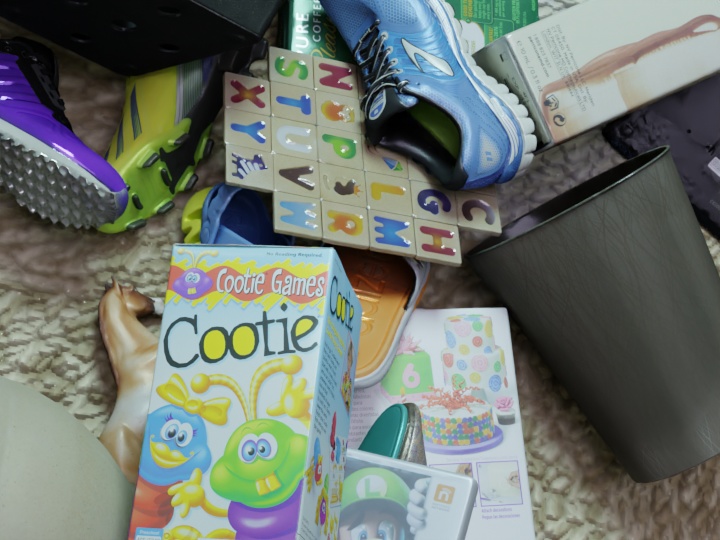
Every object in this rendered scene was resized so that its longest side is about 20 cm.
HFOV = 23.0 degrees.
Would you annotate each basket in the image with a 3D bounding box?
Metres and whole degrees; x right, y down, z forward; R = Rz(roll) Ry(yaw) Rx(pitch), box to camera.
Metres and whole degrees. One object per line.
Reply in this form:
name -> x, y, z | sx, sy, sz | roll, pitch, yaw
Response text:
basket -> 0.192, 0.037, 1.253 | 0.136, 0.180, 0.200 | -33, 95, -43

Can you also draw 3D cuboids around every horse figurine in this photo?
horse figurine -> -0.129, 0.109, 1.186 | 0.132, 0.050, 0.200 | 20, 65, -17

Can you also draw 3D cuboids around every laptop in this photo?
laptop -> 0.317, -0.125, 1.412 | 0.177, 0.103, 0.200 | 41, 92, 0

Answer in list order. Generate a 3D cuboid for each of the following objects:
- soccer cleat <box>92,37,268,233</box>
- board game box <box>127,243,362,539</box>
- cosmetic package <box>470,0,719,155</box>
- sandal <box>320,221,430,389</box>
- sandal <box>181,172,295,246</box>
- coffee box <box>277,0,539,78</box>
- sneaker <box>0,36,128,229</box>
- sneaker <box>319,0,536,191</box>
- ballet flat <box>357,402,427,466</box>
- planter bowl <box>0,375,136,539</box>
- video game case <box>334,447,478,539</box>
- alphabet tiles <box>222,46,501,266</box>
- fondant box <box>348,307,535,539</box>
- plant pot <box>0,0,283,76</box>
soccer cleat -> -0.143, -0.113, 1.256 | 0.084, 0.065, 0.200 | 22, 70, 25
board game box -> -0.067, 0.096, 1.065 | 0.103, 0.105, 0.200 | 2, 68, 12
cosmetic package -> 0.187, -0.157, 1.283 | 0.200, 0.103, 0.087 | -25, 91, -17
sandal -> 0.008, 0.002, 1.202 | 0.079, 0.059, 0.207 | 11, 34, 1
sandal -> -0.073, 0.012, 1.187 | 0.079, 0.087, 0.200 | 4, 58, -30
coffee box -> 0.036, -0.159, 1.321 | 0.200, 0.044, 0.123 | 4, 74, -16
sneaker -> -0.227, -0.110, 1.199 | 0.200, 0.070, 0.100 | 30, 57, 12
sneaker -> 0.033, -0.136, 1.227 | 0.089, 0.079, 0.200 | -25, 68, -40
ballet flat -> 0.008, 0.184, 1.142 | 0.067, 0.068, 0.200 | 33, 73, -23
planter bowl -> -0.208, 0.171, 1.074 | 0.135, 0.200, 0.200 | 22, 68, -22
video game case -> -0.046, 0.192, 1.090 | 0.200, 0.023, 0.182 | 12, 70, 15
alphabet tiles -> 0.001, -0.081, 1.225 | 0.200, 0.006, 0.167 | 10, 50, -18
fondant box -> 0.037, 0.129, 1.224 | 0.144, 0.058, 0.200 | -1, 74, -16
plant pot -> -0.146, -0.242, 1.177 | 0.200, 0.199, 0.178 | 23, 67, -47
